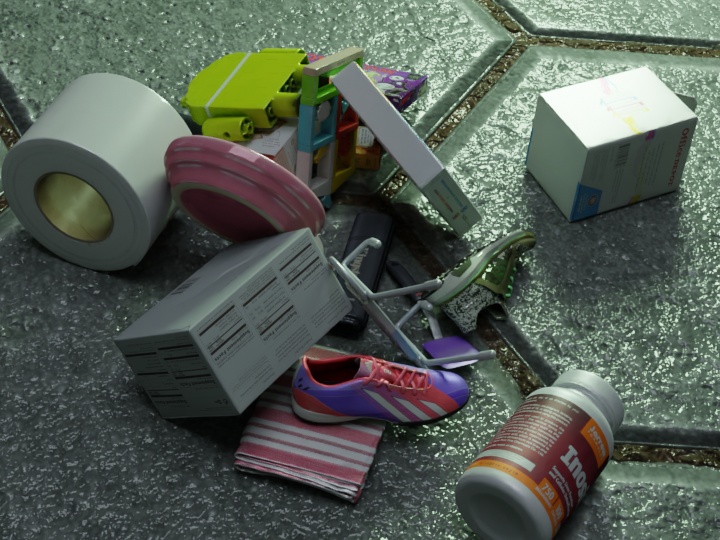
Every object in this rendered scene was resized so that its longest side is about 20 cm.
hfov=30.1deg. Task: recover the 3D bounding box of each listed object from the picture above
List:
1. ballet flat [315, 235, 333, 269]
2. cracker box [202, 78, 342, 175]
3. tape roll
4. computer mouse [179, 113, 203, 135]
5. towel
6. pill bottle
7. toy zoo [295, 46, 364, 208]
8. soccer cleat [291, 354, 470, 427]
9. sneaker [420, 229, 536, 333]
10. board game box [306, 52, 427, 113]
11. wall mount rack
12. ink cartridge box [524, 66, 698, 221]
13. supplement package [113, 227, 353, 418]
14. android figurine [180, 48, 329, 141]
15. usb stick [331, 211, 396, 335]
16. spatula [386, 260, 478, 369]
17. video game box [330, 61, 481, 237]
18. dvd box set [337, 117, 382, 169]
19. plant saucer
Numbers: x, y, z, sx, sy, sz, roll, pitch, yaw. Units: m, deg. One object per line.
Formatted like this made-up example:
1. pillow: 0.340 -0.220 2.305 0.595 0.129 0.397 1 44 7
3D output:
1. ballet flat: -0.083 -0.040 1.657 0.075 0.064 0.200 6 36 -41
2. cracker box: -0.124 -0.174 1.733 0.134 0.058 0.200 8 48 31
3. tape roll: -0.314 -0.118 1.627 0.202 0.203 0.139 17 46 12
4. computer mouse: -0.266 -0.177 1.793 0.199 0.053 0.139 15 45 11
5. towel: -0.043 0.162 1.495 0.146 0.030 0.200 14 43 9
6. pill bottle: 0.196 0.197 1.416 0.113 0.113 0.200 28 50 22
7. toy zoo: -0.040 -0.176 1.714 0.020 0.201 0.131 16 27 23
8. soccer cleat: 0.024 0.126 1.465 0.199 0.073 0.068 0 42 -6
9. sneaker: 0.157 0.018 1.640 0.200 0.077 0.089 -32 91 -40
10. board game box: -0.018 -0.264 1.872 0.199 0.032 0.120 13 22 16
11. wall mount rack: 0.057 0.045 1.484 0.075 0.200 0.174 -42 31 -3
12. ink cartridge box: 0.343 -0.173 1.787 0.199 0.129 0.125 -16 49 -21
13. supplement package: -0.139 0.060 1.480 0.155 0.111 0.200 -10 25 49
14. android figurine: -0.143 -0.232 1.730 0.199 0.041 0.182 3 44 30
15. usb stick: 0.000 0.000 1.653 0.055 0.033 0.200 12 46 6
16. spatula: 0.080 0.051 1.617 0.056 0.021 0.200 -11 46 -24
17. video game box: 0.061 -0.151 1.691 0.047 0.182 0.200 -39 65 2
18. dvd box set: -0.066 -0.205 1.854 0.199 0.029 0.147 6 45 1
19. plant saucer: -0.140 -0.079 1.541 0.200 0.201 0.051 20 69 14
